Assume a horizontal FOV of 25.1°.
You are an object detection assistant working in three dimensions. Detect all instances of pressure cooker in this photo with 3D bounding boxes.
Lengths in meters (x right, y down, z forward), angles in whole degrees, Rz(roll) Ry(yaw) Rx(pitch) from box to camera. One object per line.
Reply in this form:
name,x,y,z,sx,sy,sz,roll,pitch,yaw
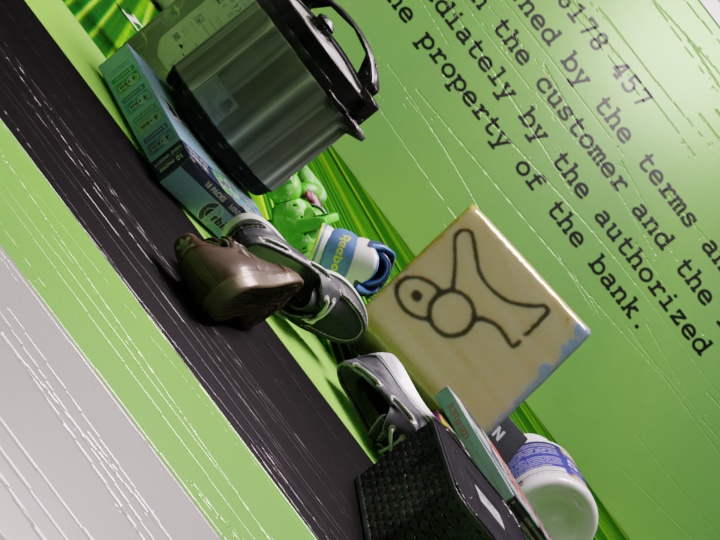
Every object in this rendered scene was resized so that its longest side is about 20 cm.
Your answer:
pressure cooker,-0.082,-0.198,1.715,0.176,0.200,0.179,49,5,-26

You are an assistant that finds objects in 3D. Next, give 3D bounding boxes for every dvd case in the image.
dvd case,0.145,0.217,1.664,0.146,0.022,0.200,59,2,36

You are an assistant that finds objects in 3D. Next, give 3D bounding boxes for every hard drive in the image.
hard drive,-0.167,-0.264,1.876,0.140,0.200,0.038,55,9,16

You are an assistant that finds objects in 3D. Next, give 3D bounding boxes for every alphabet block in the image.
alphabet block,0.117,0.071,1.873,0.200,0.195,0.196,48,-13,2

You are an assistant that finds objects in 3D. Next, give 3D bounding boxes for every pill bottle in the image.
pill bottle,0.234,0.289,2.115,0.120,0.119,0.200,51,6,-15

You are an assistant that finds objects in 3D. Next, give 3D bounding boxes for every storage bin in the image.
storage bin,0.077,0.229,1.387,0.135,0.094,0.200,51,7,-14

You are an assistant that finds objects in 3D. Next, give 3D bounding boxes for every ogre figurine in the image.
ogre figurine,-0.070,-0.057,1.863,0.120,0.097,0.202,-39,135,-79

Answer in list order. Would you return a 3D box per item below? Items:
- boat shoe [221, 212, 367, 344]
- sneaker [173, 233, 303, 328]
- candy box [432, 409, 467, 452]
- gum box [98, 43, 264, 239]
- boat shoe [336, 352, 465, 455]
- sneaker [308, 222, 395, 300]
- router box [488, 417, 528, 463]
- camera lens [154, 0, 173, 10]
boat shoe,-0.063,0.022,1.650,0.200,0.076,0.060,36,13,-29
sneaker,-0.106,0.000,1.424,0.076,0.070,0.200,52,5,9
candy box,0.128,0.261,1.749,0.200,0.061,0.136,50,7,-19
gum box,-0.180,-0.121,1.685,0.170,0.044,0.200,46,8,-49
boat shoe,0.040,0.163,1.635,0.067,0.072,0.200,-4,49,-38
sneaker,0.000,0.000,1.828,0.082,0.074,0.200,16,-2,15
router box,0.112,0.152,2.114,0.200,0.052,0.157,49,-9,-32
camera lens,-0.258,-0.469,2.561,0.200,0.160,0.160,50,6,-21
